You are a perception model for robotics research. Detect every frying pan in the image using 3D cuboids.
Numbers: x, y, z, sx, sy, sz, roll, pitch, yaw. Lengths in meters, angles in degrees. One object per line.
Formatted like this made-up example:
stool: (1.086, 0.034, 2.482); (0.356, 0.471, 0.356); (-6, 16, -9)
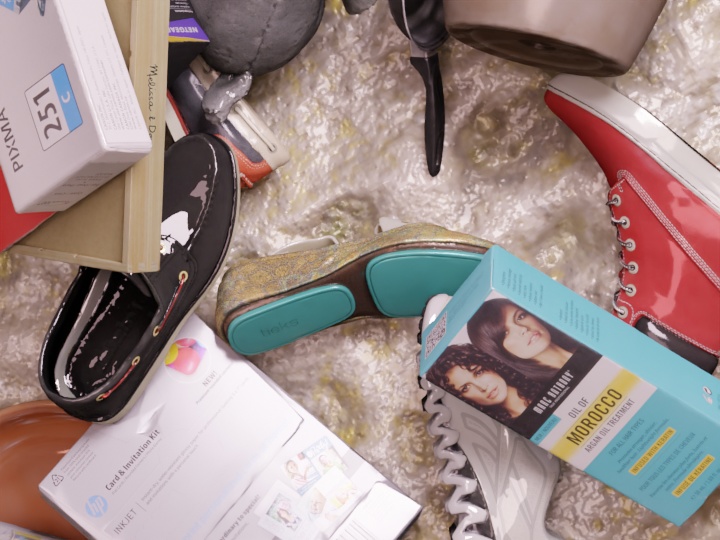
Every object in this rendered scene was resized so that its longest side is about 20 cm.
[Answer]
frying pan: (0.050, -0.169, 1.603); (0.031, 0.115, 0.191); (13, 136, 23)

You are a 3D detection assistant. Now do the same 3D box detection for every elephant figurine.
elephant figurine: (-0.044, -0.219, 1.543); (0.156, 0.141, 0.200); (56, 144, 2)

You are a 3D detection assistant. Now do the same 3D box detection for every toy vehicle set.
toy vehicle set: (-0.170, -0.105, 1.527); (0.124, 0.026, 0.202); (11, 101, 43)

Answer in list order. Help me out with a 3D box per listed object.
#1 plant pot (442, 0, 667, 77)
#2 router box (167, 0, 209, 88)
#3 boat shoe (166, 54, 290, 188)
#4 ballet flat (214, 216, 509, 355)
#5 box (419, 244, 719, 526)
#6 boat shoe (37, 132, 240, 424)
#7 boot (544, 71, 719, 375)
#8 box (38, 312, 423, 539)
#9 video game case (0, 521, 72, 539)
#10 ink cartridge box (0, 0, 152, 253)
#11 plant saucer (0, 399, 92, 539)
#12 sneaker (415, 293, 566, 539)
plant pot: (0.125, -0.217, 1.508); (0.199, 0.200, 0.175); (14, 86, 13)
router box: (-0.198, -0.154, 1.606); (0.200, 0.052, 0.158); (-43, 66, 38)
boat shoe: (-0.115, -0.145, 1.635); (0.062, 0.071, 0.201); (-27, 85, 7)
ballet flat: (0.000, 0.000, 1.609); (0.198, 0.071, 0.071); (-14, 85, 4)
box: (0.140, 0.072, 1.525); (0.199, 0.049, 0.082); (30, 121, -14)
boat shoe: (-0.138, 0.002, 1.574); (0.073, 0.063, 0.202); (26, 85, 19)
boot: (0.167, -0.021, 1.568); (0.200, 0.072, 0.145); (41, 99, 8)
box: (-0.084, 0.150, 1.604); (0.200, 0.041, 0.156); (39, 75, 8)
video game case: (-0.246, 0.268, 1.641); (0.181, 0.023, 0.202); (12, 92, 13)
ink cartridge box: (-0.223, -0.128, 1.526); (0.176, 0.045, 0.201); (-31, 72, 40)
plant saucer: (-0.202, 0.187, 1.662); (0.198, 0.037, 0.202); (-1, 88, 14)
sneaker: (0.083, 0.109, 1.584); (0.080, 0.075, 0.202); (-13, 96, 3)
